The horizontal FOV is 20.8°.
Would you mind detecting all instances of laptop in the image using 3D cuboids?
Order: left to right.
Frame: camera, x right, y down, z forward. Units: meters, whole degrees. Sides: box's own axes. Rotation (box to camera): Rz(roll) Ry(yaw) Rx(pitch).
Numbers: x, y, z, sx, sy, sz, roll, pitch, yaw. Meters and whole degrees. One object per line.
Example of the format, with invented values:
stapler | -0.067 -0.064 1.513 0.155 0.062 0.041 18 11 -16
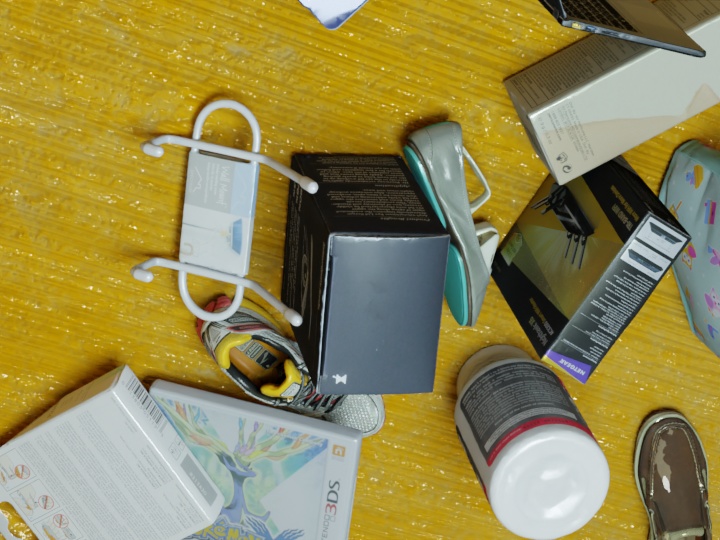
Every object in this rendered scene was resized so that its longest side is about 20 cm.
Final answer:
laptop | 0.182 -0.274 1.608 0.199 0.187 0.116 11 112 -16

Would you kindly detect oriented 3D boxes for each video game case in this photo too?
video game case | -0.105 0.202 1.802 0.199 0.022 0.183 13 119 10

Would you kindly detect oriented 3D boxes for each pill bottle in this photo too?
pill bottle | 0.147 0.147 1.783 0.110 0.200 0.111 -4 115 -9

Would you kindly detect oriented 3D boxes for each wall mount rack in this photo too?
wall mount rack | -0.109 -0.038 1.680 0.173 0.075 0.201 13 108 20

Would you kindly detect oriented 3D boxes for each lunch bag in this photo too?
lunch bag | 0.353 -0.012 1.771 0.121 0.170 0.201 -21 115 -8

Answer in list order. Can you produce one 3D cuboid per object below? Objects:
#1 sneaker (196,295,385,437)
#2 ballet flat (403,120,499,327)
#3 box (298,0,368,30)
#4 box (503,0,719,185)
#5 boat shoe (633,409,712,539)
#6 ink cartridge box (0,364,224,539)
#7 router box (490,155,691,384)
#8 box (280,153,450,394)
sneaker | -0.062 0.103 1.786 0.199 0.082 0.078 29 105 -22
ballet flat | 0.093 -0.042 1.764 0.063 0.067 0.201 -24 118 -12
box | -0.048 -0.308 1.632 0.121 0.032 0.200 -41 114 8
box | 0.237 -0.166 1.721 0.199 0.095 0.078 -27 117 3
boat shoe | 0.316 0.236 1.927 0.074 0.075 0.203 -14 116 -5
ink cartridge box | -0.248 0.196 1.801 0.199 0.050 0.161 -27 107 27
router box | 0.195 -0.016 1.720 0.052 0.200 0.158 28 105 -21
box | 0.000 0.000 1.686 0.104 0.200 0.149 0 114 -13
